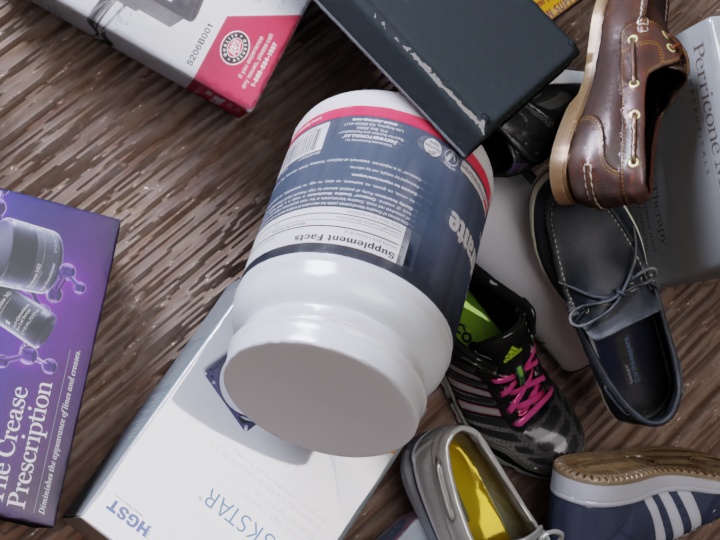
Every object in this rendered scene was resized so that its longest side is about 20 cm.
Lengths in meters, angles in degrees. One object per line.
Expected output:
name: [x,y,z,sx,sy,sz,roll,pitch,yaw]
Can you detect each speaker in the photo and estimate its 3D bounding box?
speaker: [0.113,-0.024,1.185,0.200,0.081,0.081,47,70,-7]

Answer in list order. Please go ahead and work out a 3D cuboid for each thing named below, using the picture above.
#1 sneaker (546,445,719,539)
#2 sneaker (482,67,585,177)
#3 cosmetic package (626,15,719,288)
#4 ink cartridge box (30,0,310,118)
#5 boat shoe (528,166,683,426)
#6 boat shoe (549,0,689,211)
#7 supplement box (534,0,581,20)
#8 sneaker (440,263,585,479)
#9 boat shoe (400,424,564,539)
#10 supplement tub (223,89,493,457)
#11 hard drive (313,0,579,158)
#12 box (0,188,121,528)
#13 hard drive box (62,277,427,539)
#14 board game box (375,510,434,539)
sneaker: [0.208,0.191,1.196,0.198,0.070,0.110,3,101,-37]
sneaker: [0.113,-0.094,1.126,0.198,0.076,0.088,15,59,-26]
cosmetic package: [0.287,-0.087,1.193,0.165,0.200,0.169,-9,84,-21]
ink cartridge box: [-0.130,-0.215,1.097,0.199,0.083,0.146,28,89,-10]
boat shoe: [0.173,0.019,1.119,0.074,0.062,0.202,-23,104,-4]
boat shoe: [0.185,-0.126,1.090,0.070,0.070,0.202,47,52,-47]
supplement box: [0.075,-0.256,1.164,0.110,0.086,0.201,-36,95,-21]
sneaker: [0.099,0.067,1.161,0.074,0.087,0.201,-38,96,-21]
boat shoe: [0.103,0.194,1.101,0.074,0.086,0.204,-22,84,-31]
supplement tub: [0.000,0.000,1.030,0.139,0.140,0.201,28,54,-14]
hard drive: [0.039,-0.179,1.050,0.200,0.033,0.139,46,45,3]
box: [-0.245,0.052,1.044,0.140,0.079,0.202,13,78,-15]
hard drive box: [-0.076,0.129,1.094,0.155,0.077,0.201,38,72,-11]
board game box: [0.035,0.298,1.096,0.200,0.043,0.200,-38,97,-41]
